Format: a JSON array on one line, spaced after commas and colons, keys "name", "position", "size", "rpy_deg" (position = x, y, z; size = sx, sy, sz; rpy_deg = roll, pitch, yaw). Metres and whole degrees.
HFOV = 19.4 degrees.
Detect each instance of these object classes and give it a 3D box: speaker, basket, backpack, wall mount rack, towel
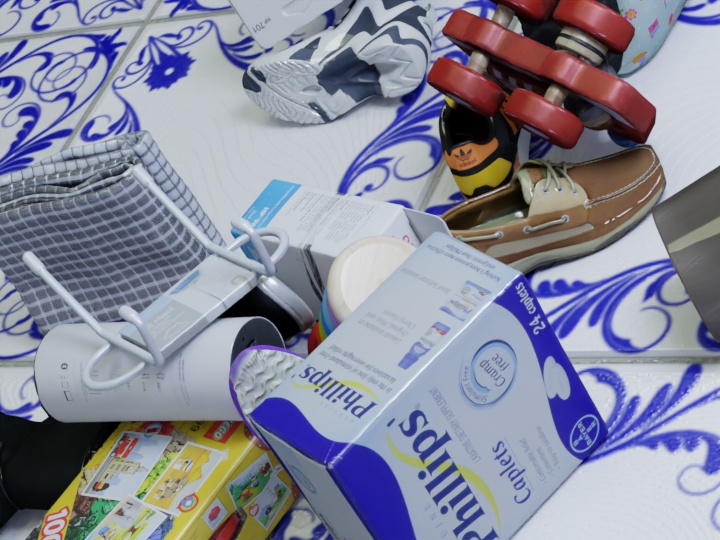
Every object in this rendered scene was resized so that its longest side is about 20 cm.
[{"name": "speaker", "position": [-0.158, 0.079, 1.656], "size": [0.199, 0.081, 0.081], "rpy_deg": [-4, 45, 33]}, {"name": "basket", "position": [0.326, -0.040, 1.535], "size": [0.200, 0.136, 0.181], "rpy_deg": [-28, 32, 12]}, {"name": "backpack", "position": [0.222, -0.263, 1.864], "size": [0.126, 0.167, 0.200], "rpy_deg": [20, 55, 25]}, {"name": "wall mount rack", "position": [-0.161, -0.001, 1.628], "size": [0.200, 0.075, 0.174], "rpy_deg": [-40, 34, -21]}, {"name": "towel", "position": [-0.243, -0.029, 1.906], "size": [0.199, 0.166, 0.086], "rpy_deg": [-15, 45, 22]}]

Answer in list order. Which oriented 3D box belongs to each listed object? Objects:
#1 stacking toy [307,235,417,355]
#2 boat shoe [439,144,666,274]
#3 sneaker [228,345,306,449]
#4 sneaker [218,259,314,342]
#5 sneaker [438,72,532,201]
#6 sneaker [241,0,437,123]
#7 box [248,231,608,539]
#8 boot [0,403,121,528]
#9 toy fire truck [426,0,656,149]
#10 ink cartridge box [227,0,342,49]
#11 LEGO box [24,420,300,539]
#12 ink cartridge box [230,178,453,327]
[{"name": "stacking toy", "position": [-0.001, 0.043, 1.639], "size": [0.085, 0.085, 0.200], "rpy_deg": [-49, -3, -22]}, {"name": "boat shoe", "position": [0.152, -0.051, 1.715], "size": [0.200, 0.074, 0.076], "rpy_deg": [-27, 36, 2]}, {"name": "sneaker", "position": [-0.044, 0.109, 1.570], "size": [0.099, 0.200, 0.070], "rpy_deg": [25, 81, 48]}, {"name": "sneaker", "position": [-0.102, 0.061, 1.722], "size": [0.112, 0.073, 0.200], "rpy_deg": [-48, -3, -10]}, {"name": "sneaker", "position": [0.105, -0.138, 1.839], "size": [0.070, 0.090, 0.200], "rpy_deg": [-19, 38, 17]}, {"name": "sneaker", "position": [-0.011, -0.216, 2.031], "size": [0.199, 0.080, 0.130], "rpy_deg": [-16, 30, 33]}, {"name": "box", "position": [0.053, 0.111, 1.510], "size": [0.200, 0.184, 0.105], "rpy_deg": [-44, 39, -15]}, {"name": "boot", "position": [-0.280, 0.188, 1.763], "size": [0.162, 0.073, 0.199], "rpy_deg": [-3, 44, 29]}, {"name": "toy fire truck", "position": [0.164, -0.158, 1.738], "size": [0.200, 0.168, 0.112], "rpy_deg": [27, 90, 35]}, {"name": "ink cartridge box", "position": [-0.027, -0.315, 2.069], "size": [0.146, 0.086, 0.200], "rpy_deg": [-28, 11, 37]}, {"name": "LEGO box", "position": [-0.160, 0.200, 1.651], "size": [0.149, 0.077, 0.200], "rpy_deg": [11, 54, 44]}, {"name": "ink cartridge box", "position": [0.000, 0.000, 1.733], "size": [0.200, 0.116, 0.068], "rpy_deg": [13, 55, 45]}]
